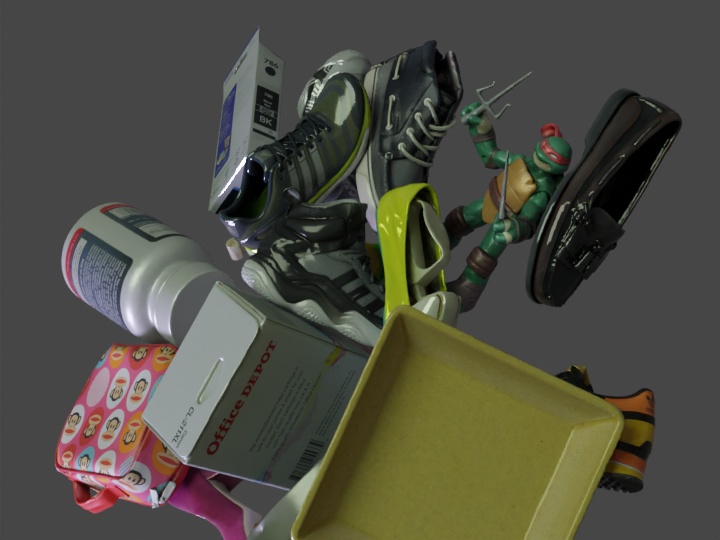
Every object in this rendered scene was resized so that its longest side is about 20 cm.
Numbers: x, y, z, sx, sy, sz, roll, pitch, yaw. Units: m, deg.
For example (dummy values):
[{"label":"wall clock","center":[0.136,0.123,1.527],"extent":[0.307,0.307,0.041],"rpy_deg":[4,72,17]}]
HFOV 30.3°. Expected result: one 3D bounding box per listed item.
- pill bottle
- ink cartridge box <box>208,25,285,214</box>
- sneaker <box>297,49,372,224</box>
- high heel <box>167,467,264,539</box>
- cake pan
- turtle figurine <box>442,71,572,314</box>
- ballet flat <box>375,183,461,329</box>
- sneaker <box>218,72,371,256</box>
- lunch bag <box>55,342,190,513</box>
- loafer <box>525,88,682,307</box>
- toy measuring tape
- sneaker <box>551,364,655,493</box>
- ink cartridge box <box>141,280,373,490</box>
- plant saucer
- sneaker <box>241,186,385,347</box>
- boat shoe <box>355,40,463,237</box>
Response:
[{"label":"pill bottle","center":[-0.224,0.011,1.431],"extent":[0.199,0.119,0.121],"rpy_deg":[27,91,43]},{"label":"ink cartridge box","center":[-0.120,-0.160,1.425],"extent":[0.100,0.039,0.202],"rpy_deg":[-49,31,44]},{"label":"sneaker","center":[-0.020,-0.115,1.339],"extent":[0.115,0.075,0.202],"rpy_deg":[34,101,42]},{"label":"high heel","center":[-0.136,0.257,1.286],"extent":[0.096,0.067,0.201],"rpy_deg":[-39,46,10]},{"label":"cake pan","center":[-0.024,0.185,1.143],"extent":[0.037,0.200,0.200],"rpy_deg":[45,106,9]},{"label":"turtle figurine","center":[0.125,-0.064,1.176],"extent":[0.201,0.100,0.151],"rpy_deg":[-54,31,31]},{"label":"ballet flat","center":[0.054,0.015,1.146],"extent":[0.067,0.066,0.202],"rpy_deg":[-27,61,39]},{"label":"sneaker","center":[-0.061,-0.102,1.260],"extent":[0.074,0.081,0.201],"rpy_deg":[27,86,39]},{"label":"lunch bag","center":[-0.238,0.167,1.373],"extent":[0.199,0.082,0.178],"rpy_deg":[-1,60,55]},{"label":"loafer","center":[0.205,-0.058,1.126],"extent":[0.063,0.072,0.202],"rpy_deg":[23,86,39]},{"label":"toy measuring tape","center":[-0.045,0.005,1.290],"extent":[0.198,0.074,0.074],"rpy_deg":[4,74,18]},{"label":"sneaker","center":[0.154,0.119,1.103],"extent":[0.198,0.070,0.091],"rpy_deg":[11,75,38]},{"label":"ink cartridge box","center":[-0.078,0.112,1.209],"extent":[0.083,0.199,0.147],"rpy_deg":[35,97,42]},{"label":"plant saucer","center":[0.074,0.156,1.022],"extent":[0.198,0.048,0.202],"rpy_deg":[25,88,0]},{"label":"sneaker","center":[0.000,0.000,1.204],"extent":[0.075,0.198,0.115],"rpy_deg":[-100,34,-85]},{"label":"boat shoe","center":[0.051,-0.129,1.278],"extent":[0.092,0.074,0.202],"rpy_deg":[-24,58,40]}]
